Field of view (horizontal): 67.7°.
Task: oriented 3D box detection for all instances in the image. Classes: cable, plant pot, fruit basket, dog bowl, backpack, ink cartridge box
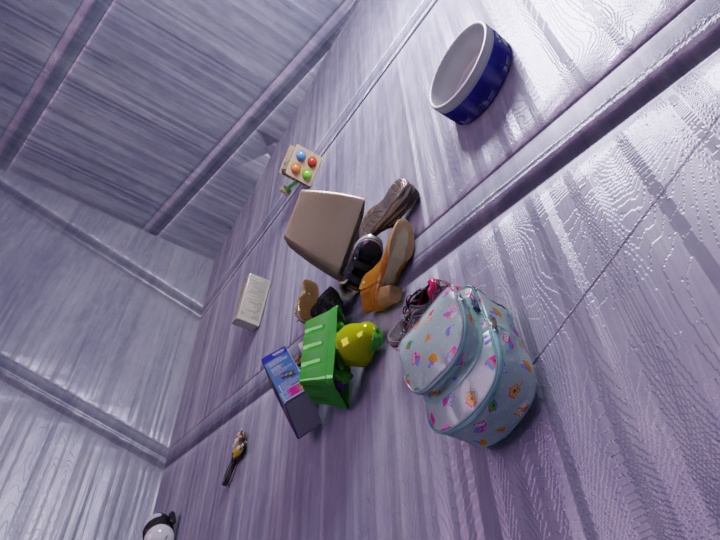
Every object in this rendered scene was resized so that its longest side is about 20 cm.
[{"bbox_3d":[-0.420,0.609,1.764,0.203,0.049,0.098,-58,23,19],"label":"cable"},{"bbox_3d":[-0.100,-0.108,1.451,0.200,0.171,0.206,92,-162,-82],"label":"plant pot"},{"bbox_3d":[-0.032,0.186,1.209,0.207,0.158,0.221,-10,47,11],"label":"fruit basket"},{"bbox_3d":[0.239,-0.435,1.190,0.201,0.077,0.204,-49,28,37],"label":"dog bowl"},{"bbox_3d":[0.151,0.140,0.777,0.177,0.150,0.203,-49,34,24],"label":"backpack"},{"bbox_3d":[-0.177,0.289,1.329,0.200,0.074,0.140,49,157,49],"label":"ink cartridge box"}]

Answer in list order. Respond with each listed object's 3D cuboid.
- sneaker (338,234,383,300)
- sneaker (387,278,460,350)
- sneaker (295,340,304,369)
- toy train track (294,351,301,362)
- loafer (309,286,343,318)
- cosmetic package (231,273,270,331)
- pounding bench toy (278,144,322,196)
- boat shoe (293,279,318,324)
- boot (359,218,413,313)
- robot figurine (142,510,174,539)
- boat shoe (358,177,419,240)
[{"bbox_3d":[0.000,0.000,1.338,0.202,0.076,0.081,121,165,-48],"label":"sneaker"},{"bbox_3d":[0.109,0.080,1.019,0.201,0.073,0.082,-49,28,39],"label":"sneaker"},{"bbox_3d":[-0.107,0.193,1.370,0.205,0.097,0.078,-63,22,10],"label":"sneaker"},{"bbox_3d":[-0.153,0.225,1.504,0.200,0.032,0.117,-43,16,57],"label":"toy train track"},{"bbox_3d":[-0.091,0.107,1.457,0.068,0.071,0.201,-42,-4,-24],"label":"loafer"},{"bbox_3d":[-0.447,0.131,2.203,0.087,0.101,0.206,-35,37,54],"label":"cosmetic package"},{"bbox_3d":[-0.266,-0.406,2.253,0.206,0.121,0.155,-66,23,2],"label":"pounding bench toy"},{"bbox_3d":[-0.163,0.106,1.629,0.202,0.071,0.064,-87,23,-61],"label":"boat shoe"},{"bbox_3d":[0.051,-0.009,1.233,0.143,0.069,0.209,-17,59,58],"label":"boot"},{"bbox_3d":[-0.807,1.056,2.147,0.199,0.121,0.157,179,95,-66],"label":"robot figurine"},{"bbox_3d":[0.070,-0.131,1.305,0.200,0.072,0.076,-45,34,34],"label":"boat shoe"}]
